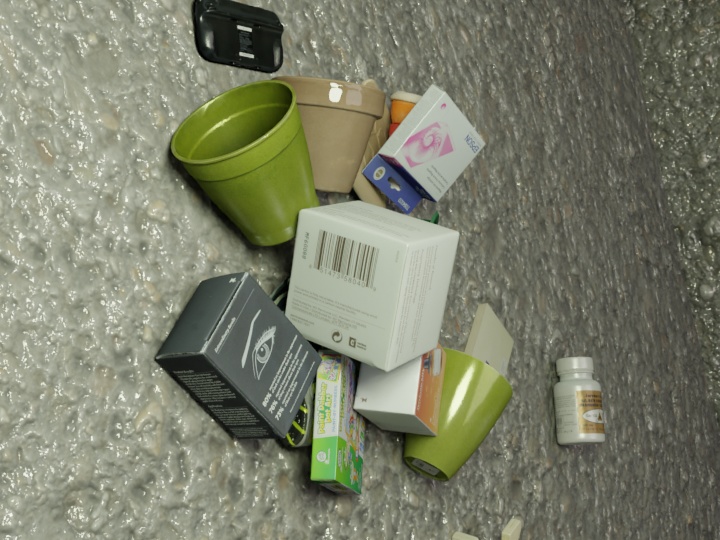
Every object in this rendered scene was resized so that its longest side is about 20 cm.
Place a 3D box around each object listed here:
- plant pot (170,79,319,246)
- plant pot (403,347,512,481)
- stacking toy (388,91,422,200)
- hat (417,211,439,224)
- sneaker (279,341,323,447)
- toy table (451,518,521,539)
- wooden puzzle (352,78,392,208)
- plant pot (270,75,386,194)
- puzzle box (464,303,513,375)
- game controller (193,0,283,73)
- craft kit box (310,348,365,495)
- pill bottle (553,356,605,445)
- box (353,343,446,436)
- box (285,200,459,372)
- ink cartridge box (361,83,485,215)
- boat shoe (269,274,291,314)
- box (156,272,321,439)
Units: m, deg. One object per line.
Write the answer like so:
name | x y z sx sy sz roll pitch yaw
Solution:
plant pot | -0.154 -0.148 1.397 0.201 0.198 0.194 -63 141 -41
plant pot | 0.160 0.278 1.714 0.187 0.186 0.201 46 61 -35
stacking toy | 0.100 -0.224 1.748 0.145 0.145 0.202 13 96 -51
hat | 0.044 -0.066 1.764 0.201 0.174 0.166 99 14 -47
sneaker | -0.091 0.182 1.480 0.076 0.075 0.203 33 62 -58
toy table | 0.263 0.573 1.768 0.200 0.182 0.119 -46 134 -58
wooden puzzle | 0.012 -0.222 1.709 0.185 0.046 0.203 52 44 -62
plant pot | -0.064 -0.222 1.548 0.199 0.198 0.177 1 98 -53
puzzle box | 0.271 0.189 1.992 0.133 0.025 0.201 52 43 -31
game controller | -0.197 -0.387 1.522 0.199 0.042 0.106 -4 98 -53
craft kit box | -0.032 0.248 1.486 0.198 0.048 0.203 53 37 -66
pill bottle | 0.522 0.314 2.219 0.114 0.113 0.203 16 68 -50
box | 0.073 0.186 1.579 0.200 0.105 0.154 51 46 -66
box | 0.016 0.016 1.412 0.171 0.197 0.203 -16 120 -56
ink cartridge box | 0.119 -0.205 1.673 0.201 0.043 0.196 -52 145 3
boat shoe | -0.095 0.036 1.490 0.200 0.072 0.062 -47 155 -44
box | -0.170 0.126 1.332 0.201 0.103 0.149 53 46 -30
